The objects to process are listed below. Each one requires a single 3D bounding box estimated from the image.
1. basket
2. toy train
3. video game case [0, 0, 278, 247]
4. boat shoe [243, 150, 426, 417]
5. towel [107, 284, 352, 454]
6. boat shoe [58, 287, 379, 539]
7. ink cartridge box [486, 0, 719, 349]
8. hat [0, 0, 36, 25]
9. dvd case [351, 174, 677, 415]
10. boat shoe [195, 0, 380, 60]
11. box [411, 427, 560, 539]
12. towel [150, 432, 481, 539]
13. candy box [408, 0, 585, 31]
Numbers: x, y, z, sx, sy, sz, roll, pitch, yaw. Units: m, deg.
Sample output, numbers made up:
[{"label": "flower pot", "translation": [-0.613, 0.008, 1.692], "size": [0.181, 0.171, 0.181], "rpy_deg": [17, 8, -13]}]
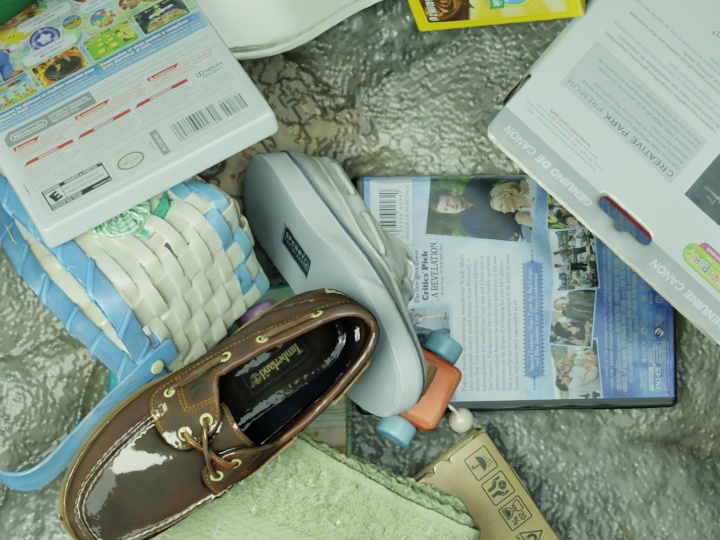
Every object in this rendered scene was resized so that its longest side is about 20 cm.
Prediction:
[{"label": "basket", "translation": [-0.169, 0.014, 1.575], "size": [0.200, 0.139, 0.176], "rpy_deg": [-46, 54, -12]}, {"label": "toy train", "translation": [-0.029, 0.100, 1.620], "size": [0.150, 0.056, 0.201], "rpy_deg": [34, 78, 0]}, {"label": "video game case", "translation": [-0.150, -0.111, 1.566], "size": [0.143, 0.018, 0.200], "rpy_deg": [-28, 50, -9]}, {"label": "boat shoe", "translation": [0.000, 0.000, 1.610], "size": [0.065, 0.074, 0.201], "rpy_deg": [-8, 50, -28]}, {"label": "towel", "translation": [-0.076, 0.109, 1.663], "size": [0.146, 0.022, 0.201], "rpy_deg": [-2, 89, -9]}, {"label": "boat shoe", "translation": [-0.076, 0.079, 1.504], "size": [0.200, 0.070, 0.071], "rpy_deg": [-41, 108, -13]}, {"label": "ink cartridge box", "translation": [0.190, -0.072, 1.663], "size": [0.200, 0.084, 0.176], "rpy_deg": [43, 77, 0]}, {"label": "hat", "translation": [-0.268, -0.123, 1.566], "size": [0.165, 0.200, 0.177], "rpy_deg": [19, 100, -42]}, {"label": "dvd case", "translation": [0.094, 0.014, 1.693], "size": [0.199, 0.018, 0.144], "rpy_deg": [-1, 88, -10]}, {"label": "boat shoe", "translation": [-0.036, -0.174, 1.657], "size": [0.199, 0.062, 0.075], "rpy_deg": [-26, 95, -12]}, {"label": "box", "translation": [0.064, 0.222, 1.668], "size": [0.163, 0.021, 0.200], "rpy_deg": [-36, 98, -12]}, {"label": "towel", "translation": [-0.038, 0.167, 1.588], "size": [0.199, 0.036, 0.149], "rpy_deg": [26, 93, -25]}, {"label": "candy box", "translation": [0.062, -0.201, 1.555], "size": [0.102, 0.200, 0.027], "rpy_deg": [-6, 60, 11]}]
